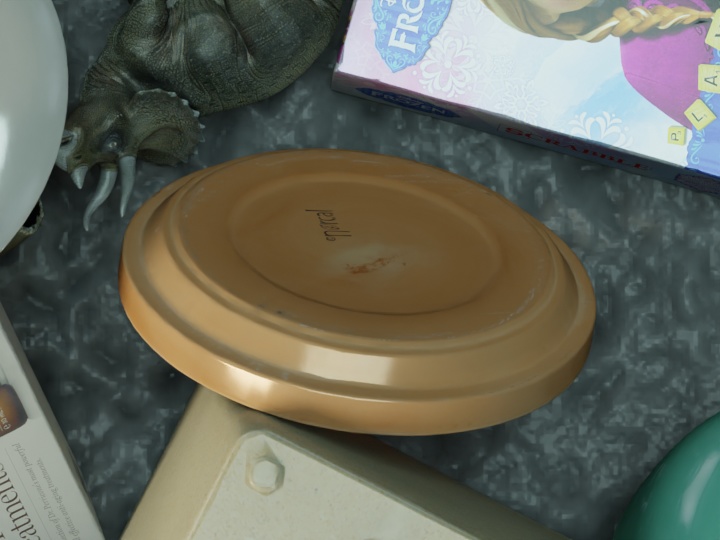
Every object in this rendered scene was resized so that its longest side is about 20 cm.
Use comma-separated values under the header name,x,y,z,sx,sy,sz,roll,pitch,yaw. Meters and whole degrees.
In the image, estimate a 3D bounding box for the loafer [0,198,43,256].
name,x,y,z,sx,sy,sz,roll,pitch,yaw
loafer,-0.161,-0.097,1.125,0.069,0.075,0.201,-5,85,31

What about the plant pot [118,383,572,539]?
name,x,y,z,sx,sy,sz,roll,pitch,yaw
plant pot,-0.017,0.159,1.054,0.199,0.177,0.201,27,81,0

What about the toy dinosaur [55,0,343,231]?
name,x,y,z,sx,sy,sz,roll,pitch,yaw
toy dinosaur,-0.062,-0.110,1.151,0.199,0.077,0.103,-31,95,-9

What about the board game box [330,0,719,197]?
name,x,y,z,sx,sy,sz,roll,pitch,yaw
board game box,0.107,-0.152,1.172,0.198,0.041,0.201,15,81,-1

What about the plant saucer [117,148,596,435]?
name,x,y,z,sx,sy,sz,roll,pitch,yaw
plant saucer,0.000,0.000,1.078,0.199,0.201,0.033,8,119,-2

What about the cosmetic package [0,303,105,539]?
name,x,y,z,sx,sy,sz,roll,pitch,yaw
cosmetic package,-0.203,0.070,1.052,0.150,0.201,0.052,-23,46,-4

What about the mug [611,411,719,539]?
name,x,y,z,sx,sy,sz,roll,pitch,yaw
mug,0.186,0.142,1.081,0.151,0.114,0.186,-2,71,-8

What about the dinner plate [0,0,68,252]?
name,x,y,z,sx,sy,sz,roll,pitch,yaw
dinner plate,-0.220,-0.073,1.074,0.199,0.024,0.202,-2,76,8
